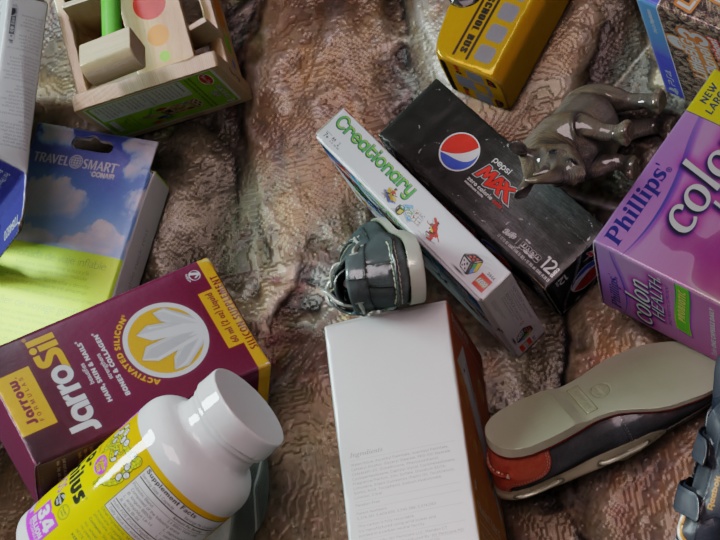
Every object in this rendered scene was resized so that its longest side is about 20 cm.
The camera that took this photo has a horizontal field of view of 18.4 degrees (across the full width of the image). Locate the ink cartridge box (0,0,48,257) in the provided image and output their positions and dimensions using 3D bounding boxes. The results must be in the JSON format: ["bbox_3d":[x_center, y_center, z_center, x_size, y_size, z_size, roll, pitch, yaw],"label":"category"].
[{"bbox_3d":[-0.310,-0.097,1.827,0.040,0.200,0.201,11,66,-22],"label":"ink cartridge box"}]

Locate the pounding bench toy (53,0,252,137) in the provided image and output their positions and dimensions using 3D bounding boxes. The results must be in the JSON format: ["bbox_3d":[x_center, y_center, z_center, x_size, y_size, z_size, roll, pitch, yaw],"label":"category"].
[{"bbox_3d":[-0.186,-0.214,1.804,0.124,0.200,0.156,-17,80,8],"label":"pounding bench toy"}]

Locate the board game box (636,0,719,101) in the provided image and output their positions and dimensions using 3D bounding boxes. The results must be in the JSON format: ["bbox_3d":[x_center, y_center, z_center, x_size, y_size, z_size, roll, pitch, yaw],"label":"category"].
[{"bbox_3d":[0.326,-0.171,1.675,0.200,0.159,0.097,27,78,25],"label":"board game box"}]

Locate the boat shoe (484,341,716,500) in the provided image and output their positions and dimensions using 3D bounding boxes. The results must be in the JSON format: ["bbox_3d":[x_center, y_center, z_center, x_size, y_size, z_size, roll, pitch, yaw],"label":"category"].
[{"bbox_3d":[0.185,0.112,1.651,0.200,0.063,0.071,-21,38,-13],"label":"boat shoe"}]

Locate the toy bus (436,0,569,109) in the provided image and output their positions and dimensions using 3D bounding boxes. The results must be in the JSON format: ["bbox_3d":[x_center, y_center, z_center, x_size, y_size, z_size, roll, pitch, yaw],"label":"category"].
[{"bbox_3d":[0.130,-0.238,1.814,0.078,0.065,0.200,23,76,23],"label":"toy bus"}]

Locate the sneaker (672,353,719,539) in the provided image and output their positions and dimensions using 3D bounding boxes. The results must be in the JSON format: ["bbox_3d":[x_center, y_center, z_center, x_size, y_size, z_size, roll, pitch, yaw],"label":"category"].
[{"bbox_3d":[0.258,0.154,1.579,0.079,0.078,0.201,-8,89,15],"label":"sneaker"}]

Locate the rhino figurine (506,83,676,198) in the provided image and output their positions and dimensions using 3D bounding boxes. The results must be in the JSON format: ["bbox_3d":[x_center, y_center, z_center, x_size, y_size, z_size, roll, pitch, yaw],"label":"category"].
[{"bbox_3d":[0.168,-0.095,1.693,0.087,0.200,0.060,6,113,27],"label":"rhino figurine"}]

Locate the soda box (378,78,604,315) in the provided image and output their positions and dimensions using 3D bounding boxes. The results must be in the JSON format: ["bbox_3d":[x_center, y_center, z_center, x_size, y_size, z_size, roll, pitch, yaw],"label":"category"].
[{"bbox_3d":[0.108,-0.059,1.747,0.071,0.063,0.200,-44,64,-5],"label":"soda box"}]

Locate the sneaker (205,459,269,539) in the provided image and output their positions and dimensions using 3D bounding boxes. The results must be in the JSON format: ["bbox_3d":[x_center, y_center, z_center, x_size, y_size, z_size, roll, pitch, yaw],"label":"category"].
[{"bbox_3d":[-0.125,0.207,1.703,0.080,0.070,0.201,7,71,22],"label":"sneaker"}]

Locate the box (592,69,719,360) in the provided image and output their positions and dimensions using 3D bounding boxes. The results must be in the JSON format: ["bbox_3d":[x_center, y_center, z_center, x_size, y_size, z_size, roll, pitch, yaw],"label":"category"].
[{"bbox_3d":[0.303,-0.022,1.640,0.200,0.097,0.176,28,69,25],"label":"box"}]

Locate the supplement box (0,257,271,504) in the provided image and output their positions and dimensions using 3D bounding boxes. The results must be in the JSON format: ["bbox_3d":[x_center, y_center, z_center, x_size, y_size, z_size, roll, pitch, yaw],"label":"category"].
[{"bbox_3d":[-0.182,0.088,1.722,0.200,0.086,0.110,-24,63,-18],"label":"supplement box"}]

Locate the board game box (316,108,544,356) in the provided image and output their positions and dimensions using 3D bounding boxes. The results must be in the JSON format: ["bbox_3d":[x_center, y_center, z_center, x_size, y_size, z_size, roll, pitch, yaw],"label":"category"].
[{"bbox_3d":[0.054,-0.028,1.715,0.035,0.126,0.200,-42,63,-3],"label":"board game box"}]

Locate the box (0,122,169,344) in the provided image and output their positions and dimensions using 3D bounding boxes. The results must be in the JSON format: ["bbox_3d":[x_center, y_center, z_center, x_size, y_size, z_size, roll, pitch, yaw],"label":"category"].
[{"bbox_3d":[-0.239,-0.016,1.841,0.122,0.048,0.200,10,73,20],"label":"box"}]

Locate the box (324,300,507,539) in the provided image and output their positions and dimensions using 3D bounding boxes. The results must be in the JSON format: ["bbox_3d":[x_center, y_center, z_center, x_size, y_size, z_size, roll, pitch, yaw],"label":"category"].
[{"bbox_3d":[0.044,0.143,1.648,0.097,0.124,0.201,-12,66,11],"label":"box"}]

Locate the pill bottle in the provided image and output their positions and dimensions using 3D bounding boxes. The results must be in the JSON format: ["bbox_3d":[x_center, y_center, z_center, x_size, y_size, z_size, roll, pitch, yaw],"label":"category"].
[{"bbox_3d":[-0.152,0.162,1.640,0.200,0.104,0.104,-42,62,15],"label":"pill bottle"}]

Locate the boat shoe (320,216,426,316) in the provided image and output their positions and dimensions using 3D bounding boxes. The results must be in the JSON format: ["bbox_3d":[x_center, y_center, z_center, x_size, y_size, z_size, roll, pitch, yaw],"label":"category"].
[{"bbox_3d":[0.000,0.000,1.685,0.062,0.200,0.073,-10,93,-11],"label":"boat shoe"}]
